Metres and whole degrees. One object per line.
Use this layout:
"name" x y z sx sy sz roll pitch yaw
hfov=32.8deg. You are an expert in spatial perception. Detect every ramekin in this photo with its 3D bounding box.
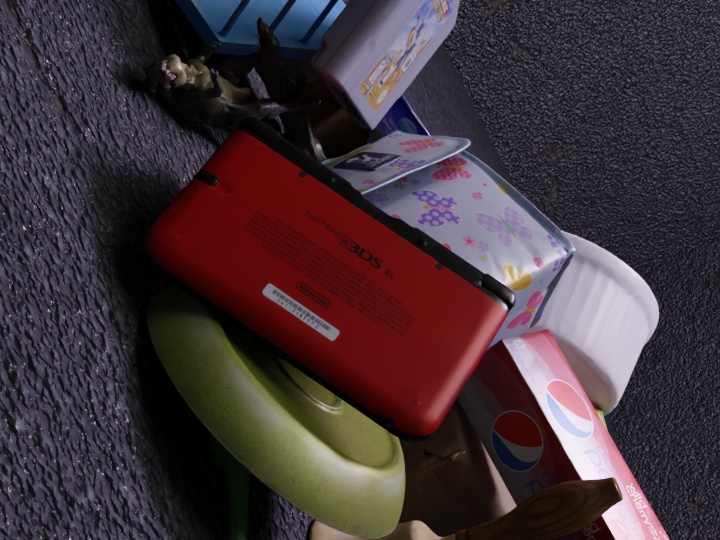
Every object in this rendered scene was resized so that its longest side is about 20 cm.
"ramekin" 0.159 0.054 1.108 0.201 0.200 0.098 55 51 -43

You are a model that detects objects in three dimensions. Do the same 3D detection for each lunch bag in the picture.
"lunch bag" 0.033 -0.023 0.948 0.200 0.169 0.127 46 -40 27

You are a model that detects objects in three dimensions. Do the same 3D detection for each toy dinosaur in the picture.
"toy dinosaur" -0.086 -0.130 0.908 0.048 0.088 0.200 61 10 28
"toy dinosaur" -0.058 -0.108 1.043 0.088 0.047 0.200 38 -28 43

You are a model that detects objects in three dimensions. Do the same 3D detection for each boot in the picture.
"boot" -0.063 -0.178 1.133 0.155 0.072 0.200 55 -10 18

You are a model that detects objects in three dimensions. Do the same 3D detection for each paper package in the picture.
"paper package" 0.063 0.148 1.026 0.200 0.103 0.191 54 18 -42

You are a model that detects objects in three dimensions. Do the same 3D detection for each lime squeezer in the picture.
"lime squeezer" -0.061 0.107 0.737 0.071 0.038 0.200 63 12 -16

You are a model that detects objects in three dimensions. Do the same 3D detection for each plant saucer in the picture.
"plant saucer" -0.040 0.072 0.731 0.200 0.031 0.200 42 13 -12

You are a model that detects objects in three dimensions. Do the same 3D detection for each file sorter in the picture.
"file sorter" -0.052 -0.261 0.985 0.200 0.123 0.139 -7 57 -51

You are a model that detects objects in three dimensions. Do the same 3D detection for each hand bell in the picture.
"hand bell" 0.077 0.179 0.809 0.104 0.200 0.104 61 13 -25

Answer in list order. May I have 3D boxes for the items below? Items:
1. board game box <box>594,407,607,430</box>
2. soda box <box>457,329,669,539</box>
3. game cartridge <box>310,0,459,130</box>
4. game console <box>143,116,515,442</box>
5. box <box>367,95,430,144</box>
"board game box" 0.147 0.211 1.092 0.030 0.200 0.096 24 38 -28
"soda box" 0.149 0.146 0.899 0.070 0.063 0.200 -8 63 -50
"game cartridge" 0.026 -0.185 0.962 0.042 0.133 0.200 42 3 9
"game console" -0.016 0.007 0.766 0.200 0.172 0.119 34 -31 3
"box" 0.046 -0.091 1.159 0.119 0.041 0.200 59 -5 40
